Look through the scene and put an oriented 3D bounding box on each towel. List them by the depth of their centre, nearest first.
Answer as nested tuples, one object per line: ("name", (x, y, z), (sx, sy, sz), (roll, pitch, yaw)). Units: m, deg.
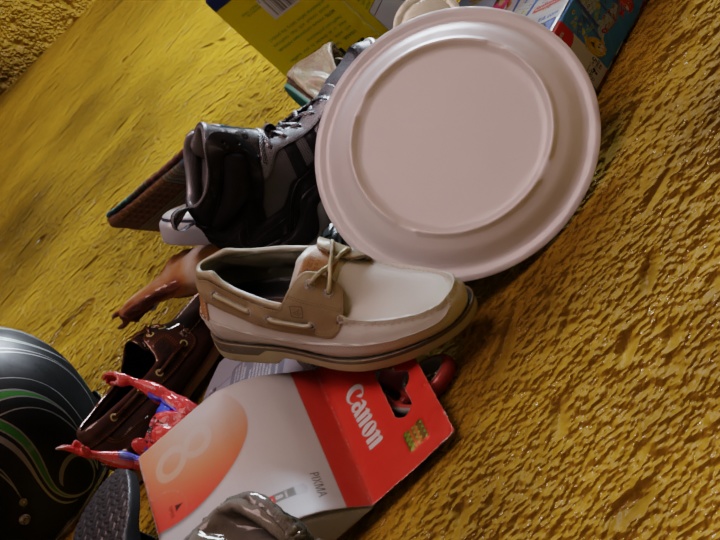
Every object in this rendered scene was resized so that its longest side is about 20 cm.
("towel", (-0.103, -0.074, 1.534), (0.147, 0.200, 0.022), (-37, 67, 28))

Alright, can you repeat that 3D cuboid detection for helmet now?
("helmet", (-0.330, 0.144, 1.556), (0.200, 0.191, 0.200), (-41, 20, 19))

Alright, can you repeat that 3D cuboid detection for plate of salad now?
("plate of salad", (0.066, -0.084, 1.227), (0.200, 0.200, 0.048), (-50, -24, -3))

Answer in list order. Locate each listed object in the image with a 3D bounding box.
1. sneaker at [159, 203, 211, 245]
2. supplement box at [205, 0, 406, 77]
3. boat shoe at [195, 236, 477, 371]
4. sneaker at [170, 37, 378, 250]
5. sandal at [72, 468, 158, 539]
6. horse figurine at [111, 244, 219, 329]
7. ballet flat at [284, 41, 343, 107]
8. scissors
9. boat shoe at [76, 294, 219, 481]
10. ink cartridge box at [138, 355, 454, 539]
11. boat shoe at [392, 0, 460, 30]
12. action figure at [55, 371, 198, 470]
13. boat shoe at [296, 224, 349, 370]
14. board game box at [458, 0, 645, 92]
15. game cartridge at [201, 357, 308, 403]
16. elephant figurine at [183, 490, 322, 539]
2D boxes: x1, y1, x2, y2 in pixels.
("sneaker", (-0.071, -0.074, 1.454), (0.199, 0.071, 0.073), (-18, 16, -15))
("supplement box", (-0.013, -0.220, 1.546), (0.109, 0.200, 0.109), (-30, 26, 42))
("boat shoe", (-0.023, 0.018, 1.185), (0.199, 0.069, 0.075), (-6, 37, 29))
("sneaker", (-0.058, -0.095, 1.296), (0.200, 0.114, 0.075), (-63, 21, -5))
("sandal", (-0.169, 0.225, 1.302), (0.075, 0.045, 0.200), (-47, 33, 22))
("horse figurine", (-0.108, -0.006, 1.495), (0.132, 0.050, 0.200), (-28, 12, -41))
("ballet flat", (0.013, -0.114, 1.386), (0.062, 0.067, 0.200), (-43, 55, -2))
("scissors", (0.005, 0.081, 1.225), (0.073, 0.014, 0.200), (-55, 22, -13))
("boat shoe", (-0.168, 0.081, 1.514), (0.070, 0.070, 0.200), (-32, 24, 48))
("ink cartridge box", (-0.048, 0.115, 1.157), (0.200, 0.050, 0.162), (-44, 32, 10))
("boat shoe", (0.064, -0.099, 1.293), (0.072, 0.060, 0.202), (-10, 70, 13))
("action figure", (-0.168, 0.111, 1.327), (0.200, 0.099, 0.065), (172, 116, -79))
("boat shoe", (0.000, 0.000, 1.321), (0.071, 0.072, 0.200), (-26, 32, 25))
("board game box", (0.138, -0.197, 1.397), (0.200, 0.056, 0.196), (-18, 36, 55))
("game cartridge", (-0.073, 0.106, 1.317), (0.133, 0.040, 0.200), (-36, 23, 23))
("elephant figurine", (-0.045, 0.195, 0.994), (0.200, 0.155, 0.142), (-36, -22, 6))
